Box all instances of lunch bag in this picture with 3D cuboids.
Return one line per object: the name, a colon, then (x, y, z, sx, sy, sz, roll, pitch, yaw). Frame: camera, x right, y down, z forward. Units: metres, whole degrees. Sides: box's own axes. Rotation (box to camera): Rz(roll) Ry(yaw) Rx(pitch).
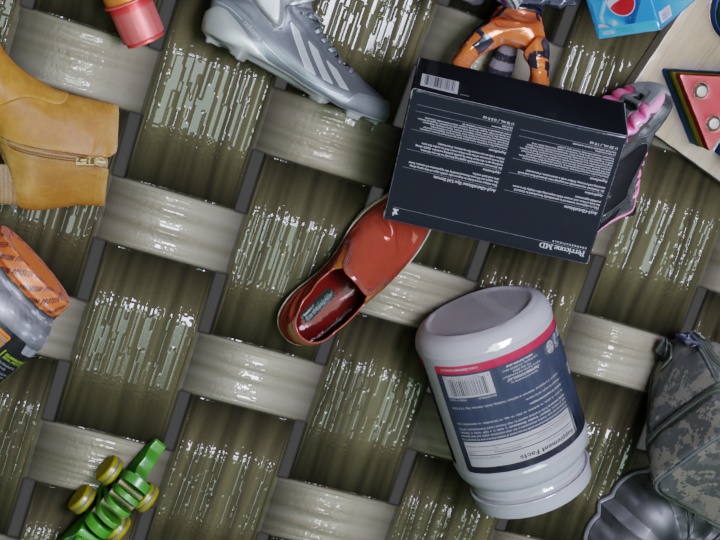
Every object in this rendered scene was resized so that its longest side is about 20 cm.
lunch bag: (0.395, 0.165, 1.593, 0.199, 0.168, 0.139, 25, 129, -19)

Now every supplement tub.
supplement tub: (-0.369, 0.059, 1.397, 0.200, 0.123, 0.123, -40, 110, -1)
supplement tub: (0.145, 0.129, 1.530, 0.140, 0.140, 0.201, -21, 108, -7)

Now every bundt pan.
bundt pan: (0.343, 0.310, 1.660, 0.201, 0.076, 0.203, -3, 106, -12)

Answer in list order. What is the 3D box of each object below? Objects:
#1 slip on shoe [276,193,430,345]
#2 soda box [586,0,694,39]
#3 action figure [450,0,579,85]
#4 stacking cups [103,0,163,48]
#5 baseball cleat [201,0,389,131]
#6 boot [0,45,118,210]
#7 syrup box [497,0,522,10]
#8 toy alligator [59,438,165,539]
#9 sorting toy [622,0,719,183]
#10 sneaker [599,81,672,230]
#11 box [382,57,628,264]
slip on shoe: (0.000, 0.000, 1.504, 0.200, 0.061, 0.074, -45, 108, -1)
soda box: (0.286, -0.284, 1.438, 0.200, 0.068, 0.064, -39, 116, -44)
action figure: (0.121, -0.251, 1.470, 0.199, 0.105, 0.194, 17, 94, 11)
stacking cups: (-0.235, -0.296, 1.376, 0.060, 0.061, 0.201, -21, 112, -7)
baseball cleat: (-0.045, -0.213, 1.433, 0.199, 0.070, 0.107, 25, 98, -19)
boot: (-0.292, -0.154, 1.396, 0.143, 0.071, 0.202, -3, 108, -19)
syrup box: (0.077, -0.323, 1.385, 0.200, 0.081, 0.079, 34, 95, 8)
toy alligator: (-0.260, 0.248, 1.508, 0.059, 0.054, 0.200, 42, 92, -19)
sorting toy: (0.394, -0.192, 1.544, 0.198, 0.070, 0.200, 32, 95, -19)
sneaker: (0.249, -0.097, 1.530, 0.095, 0.079, 0.200, 29, 111, -26)
box: (0.133, -0.102, 1.432, 0.199, 0.079, 0.142, 13, 121, 0)
